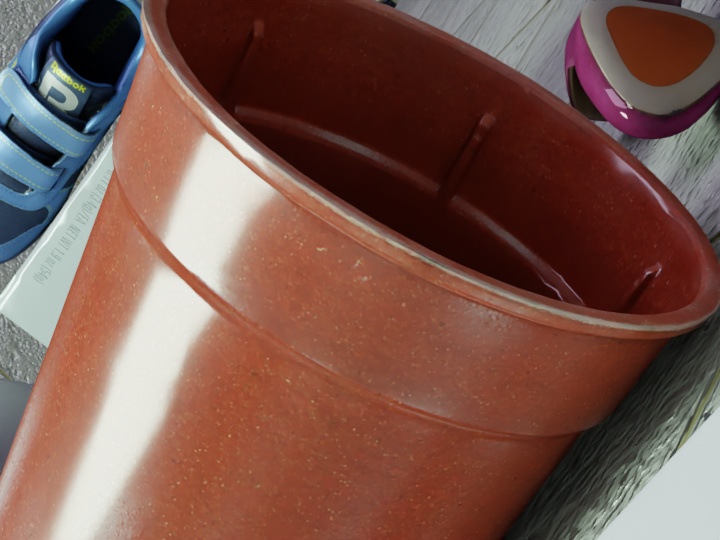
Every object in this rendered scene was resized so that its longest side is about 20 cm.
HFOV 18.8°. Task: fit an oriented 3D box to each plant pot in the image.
[{"bbox_3d":[-0.019,0.035,0.704,0.196,0.200,0.201,-61,3,22],"label":"plant pot"}]

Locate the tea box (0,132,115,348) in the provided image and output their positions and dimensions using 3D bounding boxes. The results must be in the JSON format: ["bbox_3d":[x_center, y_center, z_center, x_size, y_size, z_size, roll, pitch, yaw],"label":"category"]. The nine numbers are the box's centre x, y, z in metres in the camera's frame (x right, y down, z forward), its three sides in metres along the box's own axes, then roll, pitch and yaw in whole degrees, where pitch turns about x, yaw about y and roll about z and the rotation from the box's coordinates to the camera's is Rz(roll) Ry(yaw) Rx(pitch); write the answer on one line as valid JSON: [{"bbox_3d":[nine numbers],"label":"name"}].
[{"bbox_3d":[-0.056,-0.018,1.199,0.200,0.196,0.134,-54,5,20],"label":"tea box"}]

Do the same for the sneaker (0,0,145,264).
[{"bbox_3d":[-0.168,-0.087,1.169,0.200,0.074,0.082,-55,7,11],"label":"sneaker"}]

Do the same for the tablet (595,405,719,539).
[{"bbox_3d":[0.043,0.115,0.548,0.200,0.014,0.130,-52,6,28],"label":"tablet"}]

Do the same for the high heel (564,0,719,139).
[{"bbox_3d":[0.113,-0.070,0.899,0.200,0.067,0.096,-67,-8,-63],"label":"high heel"}]

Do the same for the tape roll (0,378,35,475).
[{"bbox_3d":[-0.145,0.144,0.989,0.200,0.200,0.066,-49,8,45],"label":"tape roll"}]
